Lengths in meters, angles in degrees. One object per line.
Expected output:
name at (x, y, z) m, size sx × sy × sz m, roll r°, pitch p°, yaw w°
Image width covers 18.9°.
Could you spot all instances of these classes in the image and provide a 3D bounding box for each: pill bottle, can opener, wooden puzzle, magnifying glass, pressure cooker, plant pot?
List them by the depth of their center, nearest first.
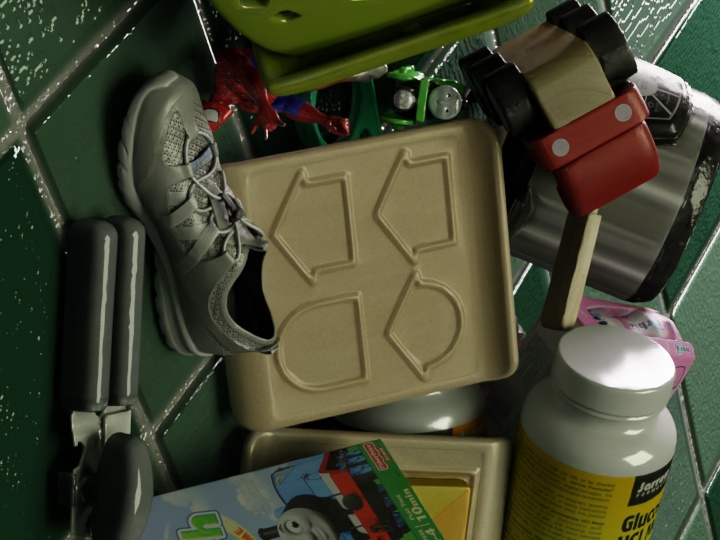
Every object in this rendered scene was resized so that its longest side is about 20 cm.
plant pot at (-0.008, -0.231, 1.272) m, size 0.182 × 0.199 × 0.200 m, roll 65°, pitch 8°, yaw -54°
can opener at (-0.147, 0.068, 1.300) m, size 0.053 × 0.066 × 0.202 m, roll -8°, pitch 100°, yaw -57°
wooden puzzle at (0.000, 0.000, 1.446) m, size 0.199 × 0.046 × 0.187 m, roll -10°, pitch 109°, yaw -12°
wooden puzzle at (0.007, 0.203, 1.499) m, size 0.199 × 0.037 × 0.186 m, roll 2°, pitch 104°, yaw -17°
pill bottle at (0.161, 0.145, 1.534) m, size 0.112 × 0.112 × 0.201 m, roll -35°, pitch 143°, yaw -51°
magnifying glass at (0.002, -0.089, 1.550) m, size 0.200 × 0.022 × 0.080 m, roll 54°, pitch 52°, yaw -48°
pill bottle at (0.034, 0.134, 1.569) m, size 0.116 × 0.116 × 0.201 m, roll -26°, pitch 121°, yaw -54°
pressure cooker at (0.161, -0.083, 1.652) m, size 0.176 × 0.199 × 0.180 m, roll 129°, pitch -18°, yaw -87°

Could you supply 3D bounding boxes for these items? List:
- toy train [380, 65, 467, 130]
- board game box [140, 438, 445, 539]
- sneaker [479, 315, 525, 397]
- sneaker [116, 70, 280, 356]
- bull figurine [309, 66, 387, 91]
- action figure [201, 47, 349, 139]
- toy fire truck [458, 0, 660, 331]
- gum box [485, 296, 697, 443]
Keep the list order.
toy train at (0.046, -0.119, 1.507) m, size 0.200 × 0.056 × 0.042 m, roll -68°, pitch 166°, yaw -84°
board game box at (-0.038, 0.192, 1.366) m, size 0.199 × 0.152 × 0.037 m, roll -12°, pitch 142°, yaw -31°
sneaker at (0.082, 0.046, 1.651) m, size 0.082 × 0.088 × 0.200 m, roll -65°, pitch 146°, yaw -25°
sneaker at (-0.091, -0.034, 1.343) m, size 0.075 × 0.082 × 0.201 m, roll -49°, pitch 137°, yaw -42°
bull figurine at (-0.010, -0.216, 1.436) m, size 0.121 × 0.065 × 0.201 m, roll 9°, pitch 99°, yaw -37°
action figure at (-0.014, -0.129, 1.359) m, size 0.199 × 0.099 × 0.065 m, roll -31°, pitch 144°, yaw 0°
toy fire truck at (0.146, -0.065, 1.486) m, size 0.201 × 0.128 × 0.176 m, roll 61°, pitch 0°, yaw -13°
gum box at (0.156, 0.110, 1.641) m, size 0.113 × 0.066 × 0.201 m, roll 8°, pitch 123°, yaw -44°
